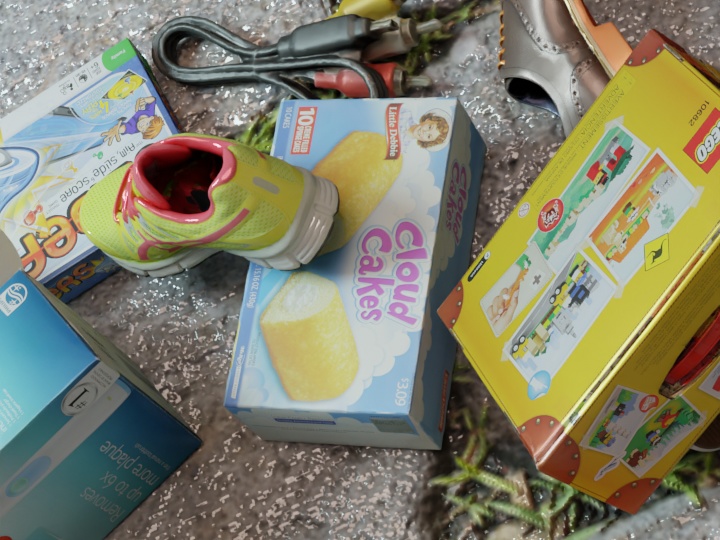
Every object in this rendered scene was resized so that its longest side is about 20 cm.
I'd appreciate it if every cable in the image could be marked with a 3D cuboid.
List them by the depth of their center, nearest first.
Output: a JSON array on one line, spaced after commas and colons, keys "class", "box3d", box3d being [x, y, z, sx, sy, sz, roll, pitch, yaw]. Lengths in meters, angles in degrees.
[{"class": "cable", "box3d": [-0.043, -0.132, 1.120, 0.200, 0.050, 0.097, -6, 81, 30]}]

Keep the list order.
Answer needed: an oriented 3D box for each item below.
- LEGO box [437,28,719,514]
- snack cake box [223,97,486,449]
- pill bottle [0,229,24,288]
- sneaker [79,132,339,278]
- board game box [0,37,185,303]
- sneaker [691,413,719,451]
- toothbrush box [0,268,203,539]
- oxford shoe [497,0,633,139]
[{"class": "LEGO box", "box3d": [0.147, -0.003, 0.891, 0.200, 0.077, 0.149, -54, 33, 16]}, {"class": "snack cake box", "box3d": [0.000, 0.000, 1.015, 0.115, 0.067, 0.200, 0, 66, 21]}, {"class": "pill bottle", "box3d": [-0.290, 0.035, 1.041, 0.200, 0.104, 0.104, -26, 56, 37]}, {"class": "sneaker", "box3d": [-0.107, -0.047, 1.001, 0.200, 0.090, 0.078, -3, 66, 44]}, {"class": "board game box", "box3d": [-0.204, -0.046, 1.128, 0.200, 0.034, 0.135, -33, 60, 3]}, {"class": "sneaker", "box3d": [0.200, 0.002, 0.955, 0.085, 0.073, 0.200, 4, 73, 59]}, {"class": "toothbrush box", "box3d": [-0.212, 0.119, 0.990, 0.200, 0.146, 0.085, -43, 59, -4]}, {"class": "oxford shoe", "box3d": [0.105, -0.148, 1.046, 0.073, 0.071, 0.200, -36, 60, 7]}]
